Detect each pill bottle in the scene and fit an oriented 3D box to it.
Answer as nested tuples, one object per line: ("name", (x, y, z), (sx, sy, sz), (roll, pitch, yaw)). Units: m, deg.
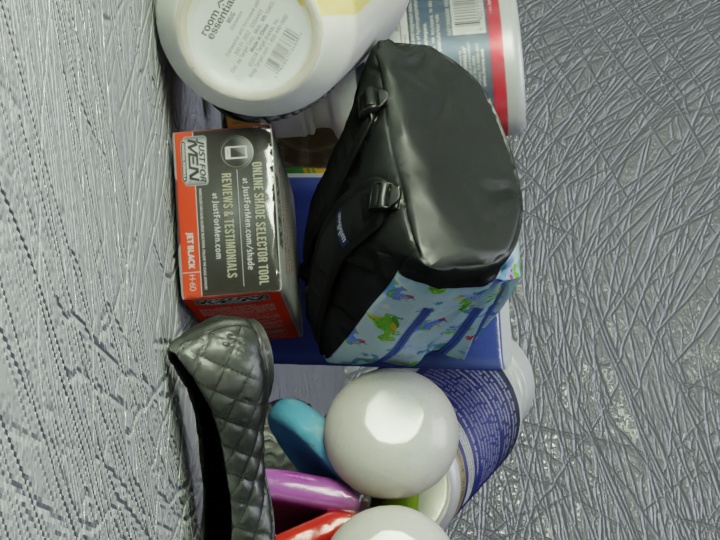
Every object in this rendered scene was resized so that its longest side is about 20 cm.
("pill bottle", (0.027, -0.158, 1.588), (0.120, 0.200, 0.120), (-5, 90, -87))
("pill bottle", (0.051, 0.114, 1.464), (0.200, 0.116, 0.116), (-37, 126, -59))

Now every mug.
("mug", (-0.056, -0.177, 1.153), (0.153, 0.149, 0.187), (-70, 147, -65))

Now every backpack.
("backpack", (0.028, -0.018, 1.221), (0.200, 0.154, 0.163), (-48, -135, 46))

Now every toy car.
("toy car", (-0.015, 0.161, 1.258), (0.175, 0.150, 0.200), (89, 1, -67))

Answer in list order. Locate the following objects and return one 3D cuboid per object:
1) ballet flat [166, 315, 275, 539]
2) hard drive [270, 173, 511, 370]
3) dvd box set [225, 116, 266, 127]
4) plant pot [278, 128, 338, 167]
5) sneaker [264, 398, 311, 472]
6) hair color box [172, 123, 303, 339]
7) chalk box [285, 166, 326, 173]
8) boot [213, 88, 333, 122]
("ballet flat", (-0.080, 0.116, 1.105), (0.066, 0.057, 0.200), (36, -49, 55))
("hard drive", (0.000, 0.000, 1.356), (0.025, 0.200, 0.132), (-34, 122, -65))
("dvd box set", (-0.080, -0.066, 1.601), (0.146, 0.029, 0.200), (-91, 176, -60))
("plant pot", (-0.019, -0.150, 1.784), (0.174, 0.200, 0.200), (-18, 104, -71))
("sneaker", (-0.055, 0.188, 1.389), (0.100, 0.070, 0.200), (175, -87, -83))
("hair color box", (-0.073, -0.018, 1.228), (0.200, 0.061, 0.102), (83, 3, -80))
("chalk box", (0.006, -0.010, 1.583), (0.200, 0.125, 0.124), (17, 74, -79))
("boot", (-0.063, -0.159, 1.459), (0.132, 0.200, 0.070), (-7, -66, 50))
